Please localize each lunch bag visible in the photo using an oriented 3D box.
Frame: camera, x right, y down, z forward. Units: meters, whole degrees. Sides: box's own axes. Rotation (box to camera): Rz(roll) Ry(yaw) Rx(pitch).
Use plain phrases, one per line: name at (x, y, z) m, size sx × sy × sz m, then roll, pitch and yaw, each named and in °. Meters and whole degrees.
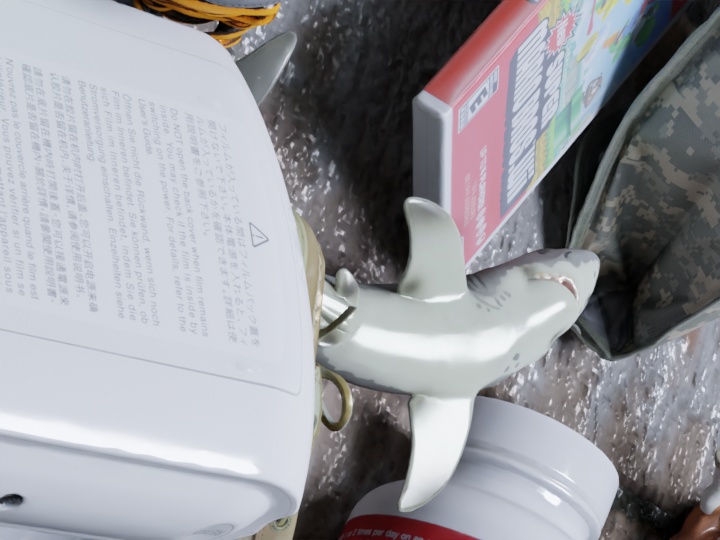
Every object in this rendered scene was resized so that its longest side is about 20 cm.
lunch bag at (0.184, -0.054, 1.061) m, size 0.118 × 0.200 × 0.164 m, roll 48°, pitch 40°, yaw 12°

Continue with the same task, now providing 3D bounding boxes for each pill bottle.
pill bottle at (0.030, 0.156, 0.916) m, size 0.112 × 0.112 × 0.200 m, roll 46°, pitch 59°, yaw -42°

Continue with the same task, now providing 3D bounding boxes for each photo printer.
photo printer at (-0.098, -0.007, 0.659) m, size 0.200 × 0.069 × 0.167 m, roll 14°, pitch 56°, yaw -42°

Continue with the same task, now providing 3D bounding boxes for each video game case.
video game case at (0.087, -0.096, 0.953) m, size 0.200 × 0.017 × 0.143 m, roll -49°, pitch 161°, yaw -21°

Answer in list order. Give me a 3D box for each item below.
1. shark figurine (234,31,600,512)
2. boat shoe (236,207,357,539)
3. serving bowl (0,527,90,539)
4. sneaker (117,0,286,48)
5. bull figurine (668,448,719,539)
shark figurine at (-0.019, 0.004, 0.865) m, size 0.214 × 0.089 × 0.128 m, roll 31°, pitch 78°, yaw -33°
boat shoe at (-0.049, 0.065, 0.813) m, size 0.063 × 0.073 × 0.200 m, roll 1°, pitch 117°, yaw -41°
serving bowl at (-0.132, 0.021, 0.712) m, size 0.200 × 0.066 × 0.200 m, roll 26°, pitch 49°, yaw -35°
sneaker at (-0.047, -0.106, 0.745) m, size 0.078 × 0.200 × 0.077 m, roll 13°, pitch 105°, yaw -11°
bull figurine at (0.189, 0.138, 1.133) m, size 0.200 × 0.065 × 0.121 m, roll -26°, pitch 146°, yaw -55°
